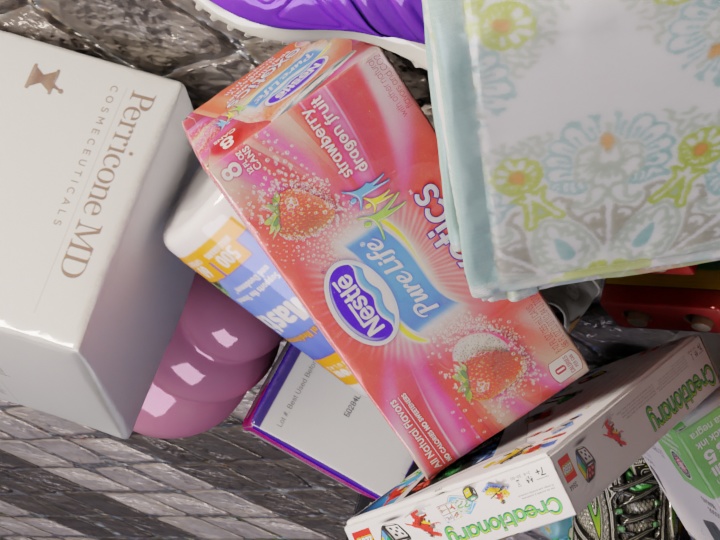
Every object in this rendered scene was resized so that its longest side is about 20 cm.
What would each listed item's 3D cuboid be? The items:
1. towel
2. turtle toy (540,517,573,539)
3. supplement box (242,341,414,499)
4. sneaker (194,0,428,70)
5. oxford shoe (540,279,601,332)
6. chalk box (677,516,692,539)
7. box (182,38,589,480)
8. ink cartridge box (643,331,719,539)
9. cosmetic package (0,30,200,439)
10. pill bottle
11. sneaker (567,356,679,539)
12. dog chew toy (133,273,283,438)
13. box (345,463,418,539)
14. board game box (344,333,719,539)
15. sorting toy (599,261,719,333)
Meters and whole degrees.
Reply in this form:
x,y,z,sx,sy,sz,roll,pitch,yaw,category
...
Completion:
x,y,z,sx,sy,sz,roll,pitch,yaw,category
0.115,-0.072,0.789,0.170,0.048,0.200,-10,139,1,towel
0.218,0.187,1.450,0.199,0.102,0.146,3,157,25,turtle toy
-0.009,0.080,1.203,0.103,0.102,0.200,30,174,-3,supplement box
0.016,-0.137,0.799,0.199,0.070,0.100,15,154,-11,sneaker
0.054,-0.009,1.117,0.199,0.058,0.075,24,160,-19,oxford shoe
0.289,0.158,1.289,0.124,0.125,0.200,16,160,-3,chalk box
0.012,-0.013,0.919,0.200,0.102,0.095,56,-179,-22,box
0.240,0.138,1.087,0.201,0.084,0.145,58,176,-11,ink cartridge box
-0.206,-0.028,1.076,0.199,0.168,0.166,16,161,10,cosmetic package
0.000,0.000,1.035,0.200,0.112,0.112,38,154,-14,pill bottle
0.175,0.153,1.255,0.078,0.201,0.085,-5,159,-7,sneaker
-0.112,0.041,1.291,0.124,0.125,0.200,23,151,-21,dog chew toy
0.046,0.269,1.653,0.117,0.201,0.197,13,161,8,box
0.093,0.093,0.968,0.126,0.035,0.200,-24,-178,34,board game box
0.197,-0.020,0.961,0.198,0.070,0.200,3,157,30,sorting toy
